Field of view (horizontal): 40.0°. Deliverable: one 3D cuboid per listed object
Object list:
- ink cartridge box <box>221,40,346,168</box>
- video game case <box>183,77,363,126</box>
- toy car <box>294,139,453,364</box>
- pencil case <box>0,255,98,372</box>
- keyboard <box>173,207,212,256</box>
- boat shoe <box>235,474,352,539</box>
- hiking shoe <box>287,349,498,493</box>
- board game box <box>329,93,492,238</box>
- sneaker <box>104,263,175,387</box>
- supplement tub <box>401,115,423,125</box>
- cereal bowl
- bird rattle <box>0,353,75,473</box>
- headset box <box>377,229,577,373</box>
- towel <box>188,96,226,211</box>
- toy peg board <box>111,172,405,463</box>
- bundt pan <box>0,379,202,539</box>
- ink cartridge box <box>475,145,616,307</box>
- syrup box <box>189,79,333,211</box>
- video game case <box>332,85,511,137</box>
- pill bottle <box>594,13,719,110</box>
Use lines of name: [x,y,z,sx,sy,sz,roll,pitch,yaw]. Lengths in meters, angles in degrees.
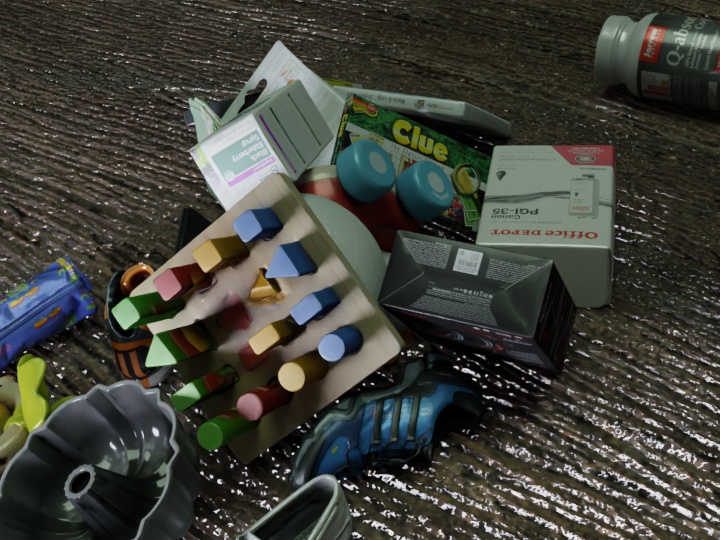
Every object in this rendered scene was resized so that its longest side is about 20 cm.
ink cartridge box: [-0.079,-0.163,1.231,0.162,0.050,0.200,-51,60,15]
video game case: [-0.112,-0.225,1.348,0.200,0.026,0.181,-10,5,18]
toy car: [0.000,0.000,1.042,0.184,0.177,0.200,-32,59,37]
pencil case: [-0.385,0.064,1.096,0.200,0.078,0.087,-38,17,-31]
keyboard: [-0.160,0.025,1.083,0.021,0.127,0.200,-33,34,25]
boat shoe: [-0.087,0.244,0.820,0.074,0.065,0.200,21,47,33]
hiking shoe: [0.026,0.151,0.910,0.200,0.074,0.087,-34,53,-20]
board game box: [0.062,-0.120,1.153,0.200,0.023,0.105,20,67,-24]
sneaker: [-0.210,0.025,1.083,0.078,0.112,0.200,4,40,17]
supplement tub: [-0.022,-0.157,1.279,0.200,0.107,0.107,12,43,25]
cereal bowl: [-0.074,0.027,0.973,0.200,0.200,0.083,8,13,21]
bird rattle: [-0.368,0.175,0.972,0.200,0.113,0.163,-43,36,-19]
headset box: [0.121,0.036,0.954,0.149,0.200,0.075,12,79,21]
towel: [-0.158,-0.107,1.205,0.023,0.153,0.200,-21,42,-19]
toy peg board: [-0.103,0.050,0.885,0.199,0.200,0.098,-37,-6,18]
bundt pan: [-0.221,0.199,0.864,0.202,0.076,0.202,-19,46,20]
ink cartridge box: [0.214,-0.056,1.121,0.146,0.083,0.200,2,39,13]
syrup box: [-0.097,-0.133,1.033,0.079,0.081,0.200,-28,12,18]
video game case: [0.083,-0.207,1.295,0.182,0.024,0.200,12,5,24]
pill bottle: [0.428,-0.285,1.339,0.200,0.116,0.116,16,45,29]
